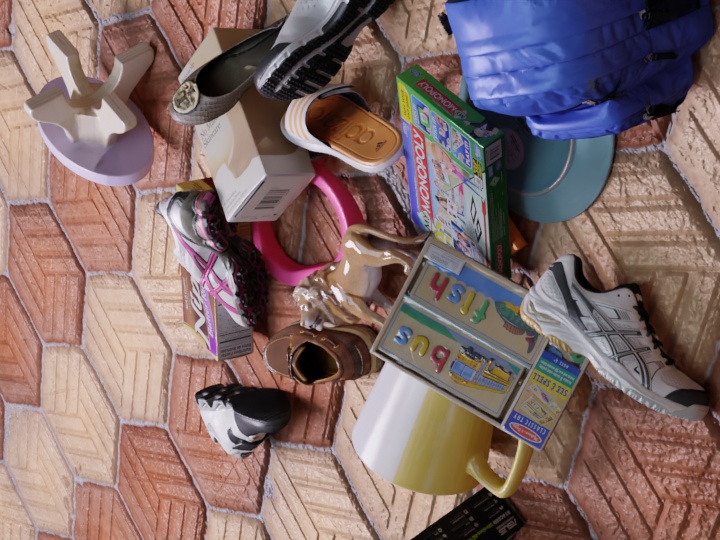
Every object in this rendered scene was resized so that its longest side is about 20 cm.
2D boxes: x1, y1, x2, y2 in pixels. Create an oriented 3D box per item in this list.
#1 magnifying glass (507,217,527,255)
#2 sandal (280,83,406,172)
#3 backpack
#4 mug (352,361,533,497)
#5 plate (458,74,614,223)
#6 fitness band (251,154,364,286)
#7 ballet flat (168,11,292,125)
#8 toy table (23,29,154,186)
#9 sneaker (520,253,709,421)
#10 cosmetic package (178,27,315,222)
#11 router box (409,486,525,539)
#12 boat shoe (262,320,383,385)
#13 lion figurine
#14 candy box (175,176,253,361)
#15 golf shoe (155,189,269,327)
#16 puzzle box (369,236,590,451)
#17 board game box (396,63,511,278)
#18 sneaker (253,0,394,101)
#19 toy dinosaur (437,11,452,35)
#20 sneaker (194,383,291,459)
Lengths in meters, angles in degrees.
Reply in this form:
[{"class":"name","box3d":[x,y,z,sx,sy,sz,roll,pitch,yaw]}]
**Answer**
[{"class":"magnifying glass","box3d":[0.104,-0.104,1.477,0.201,0.022,0.080,56,168,7]},{"class":"sandal","box3d":[-0.023,-0.164,1.549,0.206,0.079,0.059,28,158,51]},{"class":"backpack","box3d":[0.183,-0.193,1.217,0.162,0.199,0.169,-8,100,50]},{"class":"mug","box3d":[0.098,0.136,1.536,0.185,0.150,0.154,19,116,5]},{"class":"plate","box3d":[0.160,-0.141,1.408,0.199,0.025,0.202,24,123,42]},{"class":"fitness band","box3d":[-0.067,-0.055,1.709,0.199,0.037,0.145,-10,98,53]},{"class":"ballet flat","box3d":[-0.128,-0.226,1.601,0.199,0.046,0.068,-29,66,7]},{"class":"toy table","box3d":[-0.345,-0.212,1.876,0.199,0.184,0.118,35,148,20]},{"class":"sneaker","box3d":[0.246,0.059,1.354,0.199,0.076,0.088,35,97,14]},{"class":"cosmetic package","box3d":[-0.132,-0.166,1.672,0.105,0.071,0.201,-46,57,44]},{"class":"router box","box3d":[0.070,0.330,1.581,0.062,0.199,0.150,49,138,16]},{"class":"boat shoe","box3d":[-0.059,0.100,1.743,0.199,0.067,0.073,-3,104,51]},{"class":"lion figurine","box3d":[0.000,0.000,1.602,0.122,0.072,0.201,34,131,12]},{"class":"candy box","box3d":[-0.182,-0.002,1.839,0.117,0.056,0.202,37,132,53]},{"class":"golf shoe","box3d":[-0.172,-0.016,1.738,0.091,0.073,0.201,1,131,30]},{"class":"puzzle box","box3d":[0.123,0.071,1.439,0.199,0.025,0.134,29,97,13]},{"class":"board game box","box3d":[0.094,-0.090,1.446,0.134,0.029,0.201,42,155,36]},{"class":"sneaker","box3d":[-0.040,-0.262,1.524,0.200,0.074,0.080,-45,56,13]},{"class":"toy dinosaur","box3d":[0.135,-0.222,1.330,0.102,0.077,0.201,-32,83,12]},{"class":"sneaker","box3d":[-0.142,0.201,1.888,0.199,0.074,0.089,5,110,59]}]
